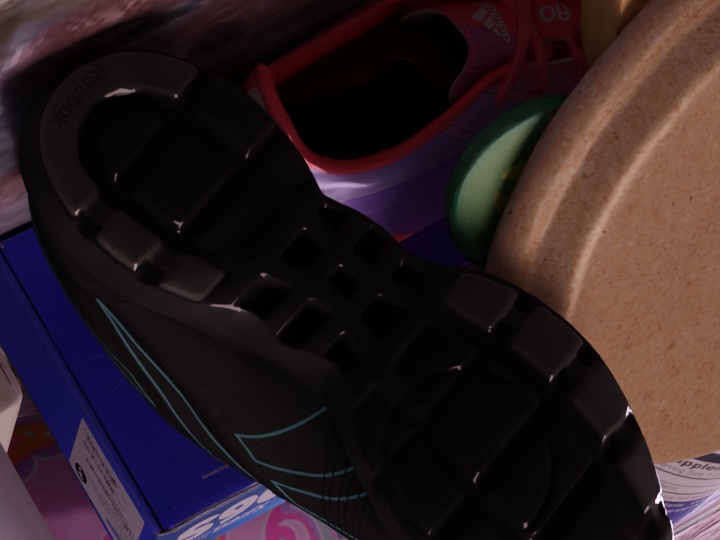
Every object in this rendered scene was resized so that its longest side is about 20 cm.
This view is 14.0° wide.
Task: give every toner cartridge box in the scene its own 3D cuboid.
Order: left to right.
[{"bbox_3d":[0.000,0.000,0.840,0.199,0.095,0.043,-25,166,-23],"label":"toner cartridge box"}]

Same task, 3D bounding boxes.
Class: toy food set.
[{"bbox_3d":[0.102,-0.027,0.783,0.200,0.049,0.198,15,115,-51],"label":"toy food set"}]

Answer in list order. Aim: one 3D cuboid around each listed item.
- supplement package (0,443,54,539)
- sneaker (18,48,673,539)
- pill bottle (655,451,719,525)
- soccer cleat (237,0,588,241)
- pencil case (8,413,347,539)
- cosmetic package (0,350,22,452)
[{"bbox_3d":[-0.176,0.037,0.463,0.199,0.147,0.191,-31,166,-2],"label":"supplement package"},{"bbox_3d":[-0.005,0.024,0.735,0.075,0.200,0.079,-48,-178,-25],"label":"sneaker"},{"bbox_3d":[0.115,0.041,1.198,0.115,0.116,0.200,-19,161,-42],"label":"pill bottle"},{"bbox_3d":[0.047,-0.059,0.808,0.199,0.067,0.077,-24,160,-20],"label":"soccer cleat"},{"bbox_3d":[-0.059,0.081,0.933,0.199,0.088,0.087,-10,158,-25],"label":"pencil case"},{"bbox_3d":[-0.155,0.060,0.755,0.103,0.073,0.200,-26,166,-23],"label":"cosmetic package"}]
